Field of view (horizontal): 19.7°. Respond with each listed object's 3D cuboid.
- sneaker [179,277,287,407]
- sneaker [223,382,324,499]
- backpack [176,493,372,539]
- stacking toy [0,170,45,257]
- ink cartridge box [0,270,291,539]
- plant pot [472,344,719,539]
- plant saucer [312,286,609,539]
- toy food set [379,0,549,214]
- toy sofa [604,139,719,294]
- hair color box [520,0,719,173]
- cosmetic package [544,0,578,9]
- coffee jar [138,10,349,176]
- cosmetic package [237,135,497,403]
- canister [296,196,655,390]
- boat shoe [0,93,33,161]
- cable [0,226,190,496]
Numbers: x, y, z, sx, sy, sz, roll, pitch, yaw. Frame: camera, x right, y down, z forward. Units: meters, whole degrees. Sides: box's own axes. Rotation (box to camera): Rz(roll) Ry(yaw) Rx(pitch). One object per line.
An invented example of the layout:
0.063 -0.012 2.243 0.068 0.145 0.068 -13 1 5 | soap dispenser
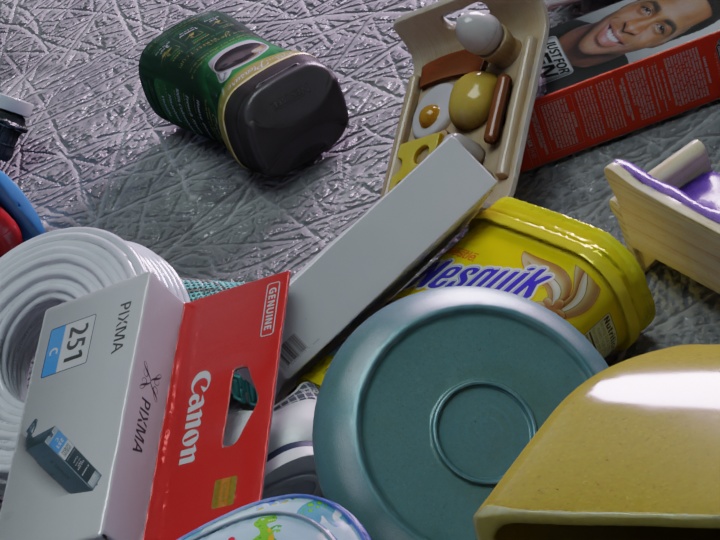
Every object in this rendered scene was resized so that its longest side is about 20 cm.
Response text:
-0.093 0.039 1.501 0.091 0.078 0.200 -27 35 -35 | sneaker
-0.099 0.143 1.315 0.199 0.076 0.081 -26 44 12 | sneaker
-0.050 0.217 1.128 0.182 0.147 0.200 -23 39 -2 | backpack
-0.349 0.014 1.663 0.109 0.116 0.201 1 54 32 | stacking toy
-0.136 0.090 1.293 0.176 0.045 0.201 -19 47 28 | ink cartridge box
0.199 0.140 1.079 0.195 0.195 0.200 -3 32 27 | plant pot
0.071 0.099 1.229 0.199 0.027 0.201 3 69 -9 | plant saucer
0.058 -0.118 1.548 0.143 0.060 0.201 -14 52 45 | toy food set
0.253 -0.025 1.350 0.083 0.098 0.200 -34 34 -16 | toy sofa
0.195 -0.154 1.597 0.199 0.061 0.102 -20 33 2 | hair color box
0.233 -0.312 1.694 0.198 0.123 0.200 -13 18 13 | cosmetic package
-0.098 -0.148 1.736 0.104 0.086 0.200 -31 33 -19 | coffee jar
0.000 0.000 1.389 0.051 0.083 0.200 45 70 7 | cosmetic package
0.073 0.052 1.358 0.200 0.087 0.148 -40 37 -22 | canister
-0.365 -0.136 1.890 0.200 0.075 0.061 11 83 60 | boat shoe
-0.212 0.064 1.453 0.199 0.069 0.201 0 67 31 | cable
